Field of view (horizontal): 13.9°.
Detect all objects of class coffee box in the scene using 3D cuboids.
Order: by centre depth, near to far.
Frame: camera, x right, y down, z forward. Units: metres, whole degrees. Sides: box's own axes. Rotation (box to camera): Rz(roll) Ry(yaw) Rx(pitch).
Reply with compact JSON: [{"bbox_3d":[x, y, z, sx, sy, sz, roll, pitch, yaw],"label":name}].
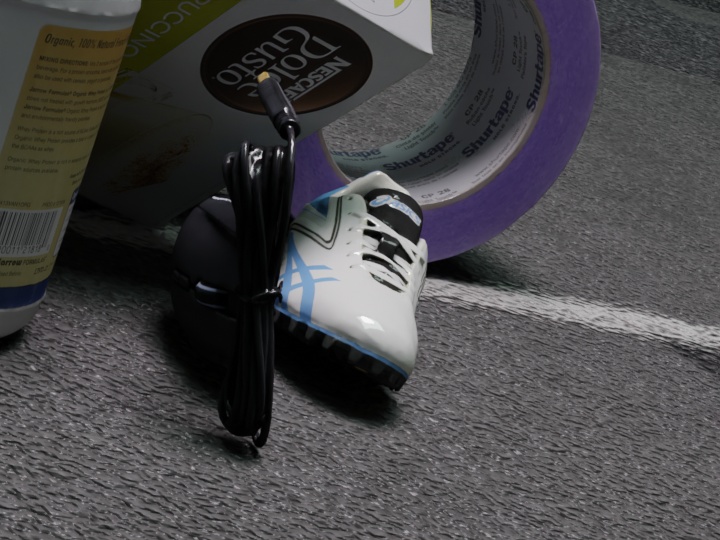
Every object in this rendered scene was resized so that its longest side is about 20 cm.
[{"bbox_3d":[-0.102,-0.173,1.401,0.197,0.199,0.201,26,48,-38],"label":"coffee box"}]

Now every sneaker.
[{"bbox_3d":[0.000,0.000,1.370,0.072,0.073,0.200,30,12,-11],"label":"sneaker"}]

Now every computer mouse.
[{"bbox_3d":[-0.056,-0.020,1.259,0.046,0.141,0.200,5,16,-5],"label":"computer mouse"}]

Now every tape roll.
[{"bbox_3d":[0.021,-0.110,1.559,0.199,0.201,0.085,12,17,-30],"label":"tape roll"}]

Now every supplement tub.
[{"bbox_3d":[-0.172,-0.087,1.206,0.144,0.201,0.144,19,14,-5],"label":"supplement tub"}]
